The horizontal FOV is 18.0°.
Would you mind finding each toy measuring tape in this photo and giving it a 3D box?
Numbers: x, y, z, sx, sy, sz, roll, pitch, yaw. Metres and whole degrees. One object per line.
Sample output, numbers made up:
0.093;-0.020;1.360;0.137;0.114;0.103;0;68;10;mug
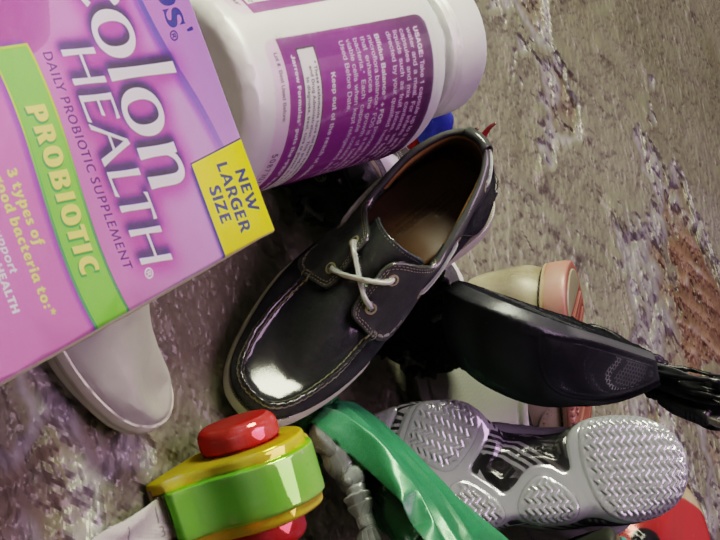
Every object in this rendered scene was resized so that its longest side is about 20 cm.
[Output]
-0.068;0.114;1.104;0.200;0.073;0.074;-29;103;-63;toy measuring tape

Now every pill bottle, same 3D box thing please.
-0.027;-0.106;1.189;0.199;0.112;0.113;-17;93;-45;pill bottle

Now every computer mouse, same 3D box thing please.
0.119;0.056;1.307;0.199;0.138;0.053;18;95;-43;computer mouse

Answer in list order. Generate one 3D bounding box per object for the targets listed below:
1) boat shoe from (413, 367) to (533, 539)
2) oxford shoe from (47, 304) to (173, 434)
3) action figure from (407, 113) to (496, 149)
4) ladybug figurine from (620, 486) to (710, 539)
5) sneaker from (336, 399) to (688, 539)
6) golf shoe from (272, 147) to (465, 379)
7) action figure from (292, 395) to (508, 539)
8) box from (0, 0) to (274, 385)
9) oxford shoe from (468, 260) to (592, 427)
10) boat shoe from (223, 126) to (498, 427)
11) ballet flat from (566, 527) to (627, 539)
0.079;0.105;1.400;0.201;0.074;0.060;65;-17;8;boat shoe
-0.128;-0.013;1.066;0.201;0.057;0.075;70;25;-16;oxford shoe
0.041;-0.086;1.364;0.052;0.065;0.201;-29;146;-23;action figure
0.180;0.208;1.442;0.136;0.072;0.201;30;51;-40;ladybug figurine
0.083;0.123;1.310;0.115;0.199;0.076;90;1;-74;sneaker
0.019;-0.029;1.332;0.201;0.077;0.095;61;30;-29;golf shoe
0.027;0.130;1.208;0.200;0.055;0.118;47;12;20;action figure
-0.158;-0.055;0.923;0.200;0.096;0.177;-31;105;-44;box
0.111;0.072;1.476;0.071;0.073;0.201;-73;160;-50;oxford shoe
0.000;0.000;1.213;0.072;0.068;0.200;41;68;9;boat shoe
0.100;0.203;1.305;0.200;0.068;0.068;103;-3;-56;ballet flat
